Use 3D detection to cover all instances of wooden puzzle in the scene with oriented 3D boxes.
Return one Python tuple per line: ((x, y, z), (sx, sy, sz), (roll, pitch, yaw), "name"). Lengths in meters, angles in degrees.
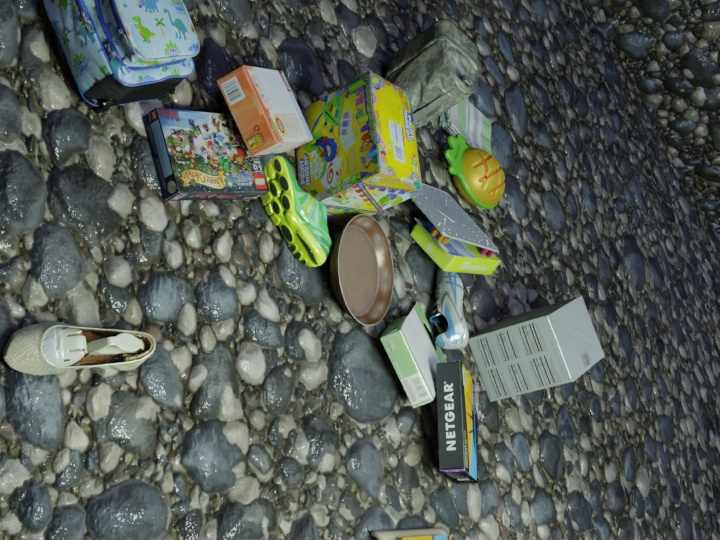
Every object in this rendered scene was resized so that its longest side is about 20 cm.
((0.130, 0.495, 1.445), (0.184, 0.037, 0.200), (15, 25, -47), "wooden puzzle")

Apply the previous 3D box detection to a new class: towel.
((0.259, -0.360, 2.129), (0.200, 0.031, 0.150), (31, 51, -40), "towel")

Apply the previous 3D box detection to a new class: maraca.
((0.254, -0.222, 1.989), (0.200, 0.107, 0.138), (41, 45, -32), "maraca")

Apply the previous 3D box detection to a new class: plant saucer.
((0.000, 0.000, 1.587), (0.200, 0.034, 0.202), (15, 73, -59), "plant saucer")

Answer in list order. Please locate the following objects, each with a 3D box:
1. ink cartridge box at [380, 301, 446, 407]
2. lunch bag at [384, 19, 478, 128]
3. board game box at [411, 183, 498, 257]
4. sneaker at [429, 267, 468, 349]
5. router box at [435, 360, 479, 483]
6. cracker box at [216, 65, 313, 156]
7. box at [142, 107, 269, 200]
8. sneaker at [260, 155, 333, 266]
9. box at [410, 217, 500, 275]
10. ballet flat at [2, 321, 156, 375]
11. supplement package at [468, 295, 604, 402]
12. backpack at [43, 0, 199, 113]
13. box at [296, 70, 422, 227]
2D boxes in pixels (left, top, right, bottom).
((0.104, 0.154, 1.667), (0.146, 0.048, 0.200), (64, 16, -7), "ink cartridge box")
((0.149, -0.400, 1.873), (0.139, 0.199, 0.169), (35, 44, -33), "lunch bag")
((0.169, -0.112, 1.818), (0.199, 0.026, 0.200), (13, 32, -48), "board game box")
((0.172, 0.068, 1.773), (0.072, 0.072, 0.201), (7, 49, -13), "sneaker")
((0.182, 0.285, 1.643), (0.149, 0.051, 0.201), (50, 36, -62), "router box")
((-0.157, -0.268, 1.485), (0.135, 0.057, 0.200), (65, 17, -3), "cracker box")
((-0.241, -0.182, 1.402), (0.199, 0.038, 0.137), (-7, 78, -53), "box")
((-0.108, -0.104, 1.508), (0.084, 0.074, 0.201), (-47, 120, -49), "sneaker")
((0.192, -0.048, 1.829), (0.199, 0.048, 0.122), (5, 36, -50), "box")
((-0.347, 0.093, 1.112), (0.199, 0.062, 0.068), (3, 70, -51), "ballet flat")
((0.372, 0.165, 1.868), (0.191, 0.199, 0.148), (-18, 87, -53), "supplement package")
((-0.340, -0.356, 1.275), (0.183, 0.146, 0.201), (-31, 95, -55), "backpack")
((-0.009, -0.213, 1.582), (0.122, 0.192, 0.201), (18, 60, -47), "box")
